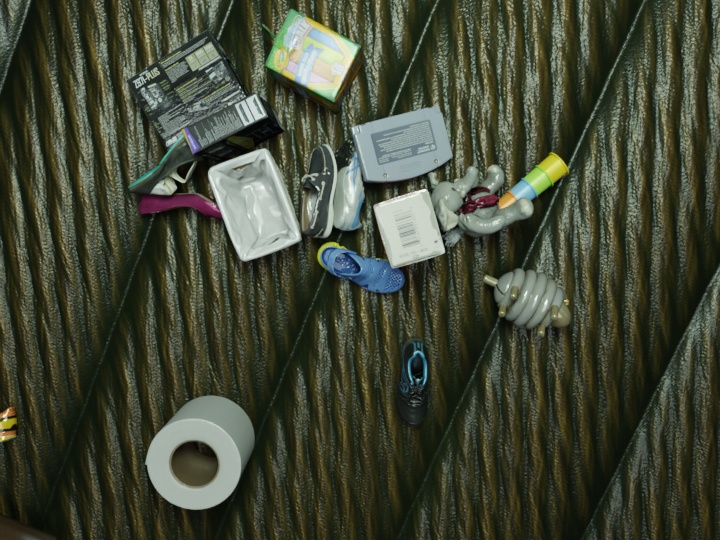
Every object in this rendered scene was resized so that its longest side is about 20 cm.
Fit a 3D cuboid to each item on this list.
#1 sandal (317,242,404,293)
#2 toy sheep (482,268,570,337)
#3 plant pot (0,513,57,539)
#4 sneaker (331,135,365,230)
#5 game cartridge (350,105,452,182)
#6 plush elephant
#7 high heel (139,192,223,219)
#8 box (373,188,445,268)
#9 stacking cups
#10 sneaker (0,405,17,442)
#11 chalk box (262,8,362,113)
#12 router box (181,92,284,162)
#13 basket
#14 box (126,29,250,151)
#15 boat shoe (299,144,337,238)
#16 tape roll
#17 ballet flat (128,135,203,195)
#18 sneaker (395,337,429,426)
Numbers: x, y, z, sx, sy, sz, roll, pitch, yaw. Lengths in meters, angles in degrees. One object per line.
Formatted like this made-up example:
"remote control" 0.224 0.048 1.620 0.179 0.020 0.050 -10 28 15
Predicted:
"sandal" 0.000 0.000 1.165 0.199 0.087 0.080 16 95 -3
"toy sheep" 0.351 0.060 1.143 0.199 0.138 0.138 31 97 3
"plant pot" -0.814 0.651 1.215 0.197 0.200 0.201 23 97 -11
"sneaker" -0.022 -0.185 1.159 0.072 0.072 0.201 6 88 -42
"game cartridge" 0.089 -0.258 1.135 0.199 0.042 0.134 -17 101 -12
"plush elephant" 0.213 -0.145 1.100 0.200 0.165 0.155 -37 134 23
"high heel" -0.377 -0.128 1.166 0.199 0.067 0.097 26 93 10
"box" 0.092 -0.089 1.093 0.108 0.200 0.128 -17 96 3
"stacking cups" 0.344 -0.165 1.150 0.200 0.061 0.061 -39 95 5
"sneaker" -0.885 0.344 1.238 0.199 0.070 0.091 3 82 0
"chalk box" -0.111 -0.429 1.095 0.199 0.125 0.124 27 96 -1
"router box" -0.245 -0.279 1.076 0.157 0.200 0.052 -26 96 3
"basket" -0.212 -0.136 1.132 0.135 0.123 0.201 -20 97 3
"box" -0.347 -0.365 1.124 0.199 0.086 0.164 -30 96 4
"boat shoe" -0.096 -0.169 1.138 0.060 0.074 0.201 3 91 -42
"tape roll" -0.345 0.396 1.191 0.202 0.139 0.204 0 97 2
"ballet flat" -0.393 -0.195 1.100 0.200 0.068 0.068 -31 110 28
"sneaker" 0.115 0.255 1.195 0.073 0.082 0.201 -1 98 -1
